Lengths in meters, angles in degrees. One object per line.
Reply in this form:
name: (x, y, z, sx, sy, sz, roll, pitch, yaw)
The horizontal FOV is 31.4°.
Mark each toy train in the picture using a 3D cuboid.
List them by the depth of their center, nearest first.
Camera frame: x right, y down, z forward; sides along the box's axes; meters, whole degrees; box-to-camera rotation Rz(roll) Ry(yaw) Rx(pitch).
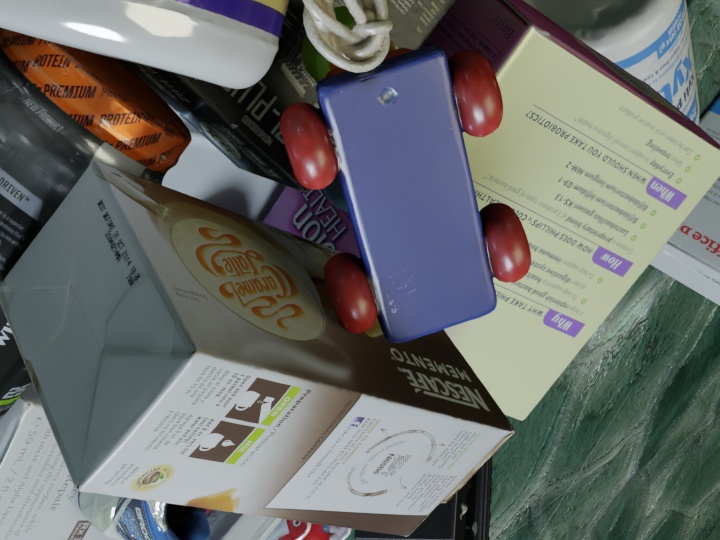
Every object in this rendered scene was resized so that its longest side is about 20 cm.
toy train: (0.002, -0.081, 0.526, 0.084, 0.116, 0.201, -18, 122, -4)

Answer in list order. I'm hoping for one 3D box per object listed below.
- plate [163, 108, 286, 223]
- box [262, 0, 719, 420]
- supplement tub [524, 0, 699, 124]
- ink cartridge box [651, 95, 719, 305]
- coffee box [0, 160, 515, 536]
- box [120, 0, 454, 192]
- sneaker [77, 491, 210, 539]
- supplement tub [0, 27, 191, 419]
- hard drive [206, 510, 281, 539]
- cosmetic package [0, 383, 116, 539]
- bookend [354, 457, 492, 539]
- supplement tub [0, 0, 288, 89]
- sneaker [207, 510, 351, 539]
plate: (-0.079, -0.099, 0.697, 0.199, 0.032, 0.201, 7, 108, -37)
box: (0.071, -0.039, 0.717, 0.175, 0.097, 0.200, 22, 111, -37)
supplement tub: (0.189, -0.160, 0.986, 0.132, 0.132, 0.200, -50, 147, -11)
ink cartridge box: (0.389, -0.074, 1.324, 0.200, 0.146, 0.084, -49, 150, -11)
coffee box: (-0.040, 0.042, 0.557, 0.200, 0.115, 0.080, 20, 118, -46)
box: (-0.060, -0.164, 0.604, 0.200, 0.086, 0.164, 41, 82, -29)
sneaker: (-0.088, 0.075, 0.723, 0.077, 0.085, 0.201, -6, 119, -53)
supplement tub: (-0.175, -0.015, 0.587, 0.200, 0.123, 0.122, -49, 150, 9)
hard drive: (-0.049, 0.126, 0.827, 0.200, 0.026, 0.132, -47, -176, -23)
cosmetic package: (-0.172, 0.114, 0.784, 0.200, 0.074, 0.102, 17, 103, -56)
bookend: (0.046, 0.130, 0.986, 0.200, 0.092, 0.200, 73, 19, -51)
supplement tub: (-0.079, -0.178, 0.457, 0.145, 0.145, 0.201, 6, 100, -56)
sneaker: (-0.039, 0.129, 0.940, 0.071, 0.112, 0.201, 18, 102, -58)
